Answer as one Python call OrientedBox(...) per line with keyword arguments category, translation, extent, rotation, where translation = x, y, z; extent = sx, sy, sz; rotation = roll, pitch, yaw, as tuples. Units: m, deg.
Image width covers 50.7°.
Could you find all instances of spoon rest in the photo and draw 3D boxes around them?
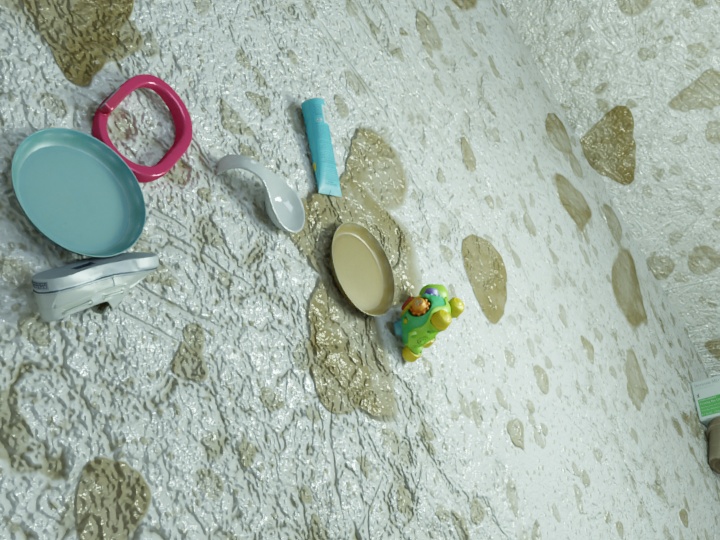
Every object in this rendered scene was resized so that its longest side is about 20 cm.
OrientedBox(category="spoon rest", translation=(-0.168, -0.142, 1.375), extent=(0.199, 0.060, 0.101), rotation=(37, 44, -35))

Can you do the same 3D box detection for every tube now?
OrientedBox(category="tube", translation=(-0.080, -0.254, 1.577), extent=(0.077, 0.050, 0.204), rotation=(0, 75, -49))

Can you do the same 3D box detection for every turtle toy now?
OrientedBox(category="turtle toy", translation=(0.141, 0.094, 1.606), extent=(0.101, 0.146, 0.199), rotation=(44, 33, 8))

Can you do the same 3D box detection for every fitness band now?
OrientedBox(category="fitness band", translation=(-0.344, -0.226, 1.210), extent=(0.144, 0.037, 0.202), rotation=(53, 37, -24))

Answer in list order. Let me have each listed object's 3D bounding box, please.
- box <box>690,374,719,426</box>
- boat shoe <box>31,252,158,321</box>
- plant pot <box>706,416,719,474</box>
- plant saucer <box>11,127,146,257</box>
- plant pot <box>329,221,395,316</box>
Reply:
OrientedBox(category="box", translation=(1.506, 0.542, 3.127), extent=(0.199, 0.197, 0.174), rotation=(31, 47, -40))
OrientedBox(category="boat shoe", translation=(-0.353, 0.022, 1.032), extent=(0.199, 0.070, 0.071), rotation=(-26, 118, -60))
OrientedBox(category="plant pot", translation=(1.450, 0.706, 2.988), extent=(0.202, 0.199, 0.175), rotation=(54, 53, -17))
OrientedBox(category="plant saucer", translation=(-0.393, -0.105, 1.061), extent=(0.198, 0.027, 0.203), rotation=(30, 45, -34))
OrientedBox(category="plant pot", translation=(0.000, 0.000, 1.549), extent=(0.199, 0.027, 0.204), rotation=(32, 46, -40))
